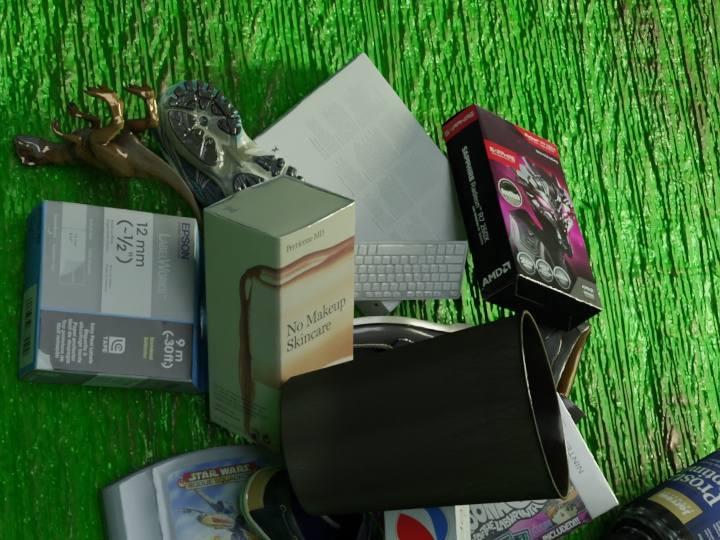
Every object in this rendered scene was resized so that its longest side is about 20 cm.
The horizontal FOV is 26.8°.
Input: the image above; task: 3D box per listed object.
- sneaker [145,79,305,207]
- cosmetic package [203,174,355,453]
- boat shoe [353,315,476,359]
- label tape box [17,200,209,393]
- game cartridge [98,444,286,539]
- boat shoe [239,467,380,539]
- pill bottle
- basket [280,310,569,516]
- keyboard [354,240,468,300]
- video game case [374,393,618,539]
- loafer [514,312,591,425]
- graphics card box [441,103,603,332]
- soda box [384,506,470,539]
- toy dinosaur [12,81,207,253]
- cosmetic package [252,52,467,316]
[{"bbox_3d":[-0.114,-0.083,1.332,0.078,0.086,0.200,-44,112,-24],"label":"sneaker"},{"bbox_3d":[-0.066,0.035,1.253,0.103,0.087,0.201,-29,129,-43],"label":"cosmetic package"},{"bbox_3d":[0.039,0.081,1.369,0.199,0.073,0.063,5,72,-29],"label":"boat shoe"},{"bbox_3d":[-0.182,0.026,1.280,0.199,0.066,0.144,6,75,-23],"label":"label tape box"},{"bbox_3d":[-0.118,0.217,1.280,0.199,0.042,0.134,-6,84,-27],"label":"game cartridge"},{"bbox_3d":[-0.016,0.236,1.270,0.200,0.062,0.075,46,51,-24],"label":"boat shoe"},{"bbox_3d":[0.311,0.253,1.433,0.200,0.112,0.112,-24,88,-29],"label":"pill bottle"},{"bbox_3d":[0.049,0.122,1.179,0.199,0.180,0.136,-11,56,14],"label":"basket"},{"bbox_3d":[0.000,0.000,1.336,0.199,0.011,0.056,-1,117,-20],"label":"keyboard"},{"bbox_3d":[0.101,0.177,1.348,0.200,0.036,0.182,-28,88,-2],"label":"video game case"},{"bbox_3d":[0.173,0.131,1.407,0.072,0.073,0.201,2,74,16],"label":"loafer"},{"bbox_3d":[0.150,-0.050,1.412,0.125,0.051,0.200,22,47,-39],"label":"graphics card box"},{"bbox_3d":[0.055,0.189,1.273,0.063,0.068,0.201,-5,75,13],"label":"soda box"},{"bbox_3d":[-0.194,-0.099,1.261,0.060,0.200,0.107,-33,136,-59],"label":"toy dinosaur"},{"bbox_3d":[0.005,-0.078,1.403,0.151,0.052,0.200,-42,97,-29],"label":"cosmetic package"}]
